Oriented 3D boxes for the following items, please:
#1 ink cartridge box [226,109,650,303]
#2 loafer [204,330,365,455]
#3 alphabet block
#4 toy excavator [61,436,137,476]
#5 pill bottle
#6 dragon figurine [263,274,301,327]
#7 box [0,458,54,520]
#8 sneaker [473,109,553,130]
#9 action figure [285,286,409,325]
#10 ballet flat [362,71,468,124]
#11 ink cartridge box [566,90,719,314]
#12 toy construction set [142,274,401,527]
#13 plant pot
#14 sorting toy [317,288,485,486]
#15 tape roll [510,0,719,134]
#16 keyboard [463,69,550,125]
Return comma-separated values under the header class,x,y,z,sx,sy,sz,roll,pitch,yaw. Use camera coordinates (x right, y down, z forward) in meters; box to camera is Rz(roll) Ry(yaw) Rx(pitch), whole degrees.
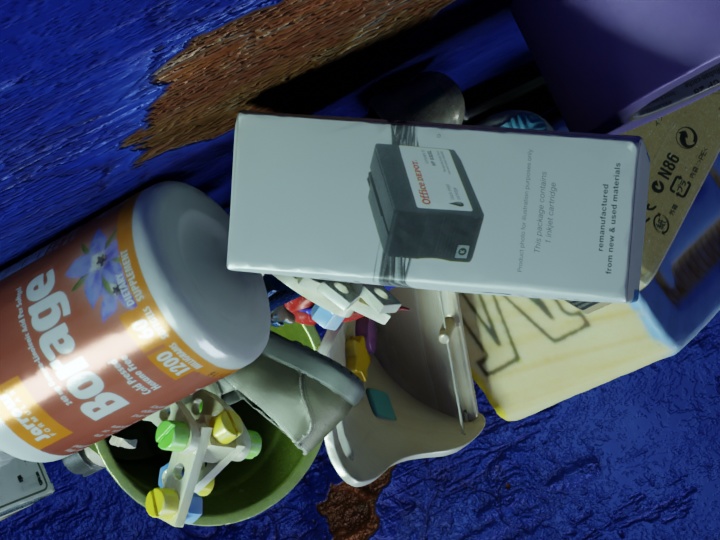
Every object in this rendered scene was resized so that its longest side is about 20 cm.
class,x,y,z,sx,sy,sz,roll,pitch,yaw
ink cartridge box,0.045,-0.031,0.964,0.200,0.084,0.145,5,-179,11
loafer,-0.098,0.058,1.211,0.070,0.200,0.075,-64,170,-6
alphabet block,0.177,-0.024,1.507,0.200,0.197,0.195,-30,-175,46
toy excavator,-0.191,0.115,1.779,0.100,0.195,0.200,-28,147,28
pill bottle,-0.159,0.040,1.049,0.200,0.112,0.112,-28,175,23
dragon figurine,-0.059,-0.005,1.217,0.099,0.059,0.200,-14,164,17
box,-0.328,0.154,1.462,0.060,0.117,0.200,-19,174,-41
sneaker,0.090,-0.064,1.325,0.081,0.076,0.200,-65,-178,-30
action figure,0.000,0.000,1.300,0.052,0.066,0.200,-3,170,-41
ballet flat,0.039,-0.075,1.139,0.062,0.067,0.200,-36,175,-4
ink cartridge box,0.188,-0.080,1.263,0.200,0.075,0.165,-62,-177,-11
toy construction set,-0.076,0.045,1.112,0.200,0.131,0.092,-45,140,10
plant pot,-0.154,0.096,1.493,0.200,0.200,0.190,-24,-171,-26
sorting toy,0.011,0.069,1.419,0.107,0.200,0.180,-1,-156,22
tape roll,0.187,-0.147,0.993,0.200,0.085,0.200,-26,177,-2
keyboard,0.054,-0.096,1.294,0.200,0.021,0.127,-24,175,-6
